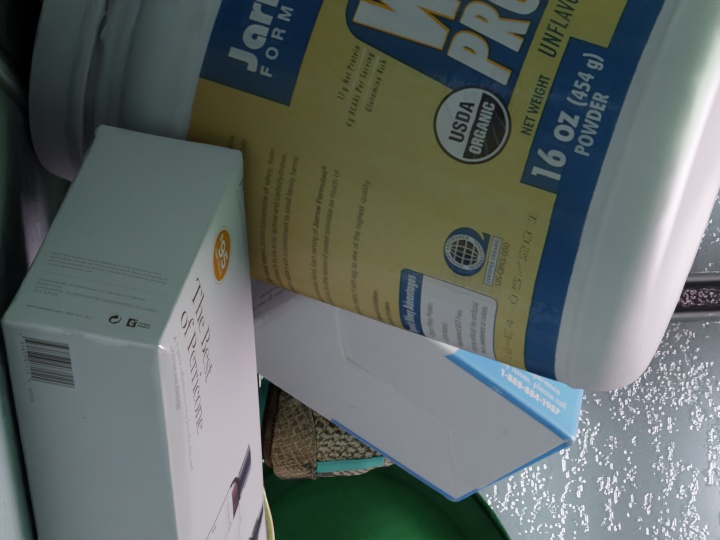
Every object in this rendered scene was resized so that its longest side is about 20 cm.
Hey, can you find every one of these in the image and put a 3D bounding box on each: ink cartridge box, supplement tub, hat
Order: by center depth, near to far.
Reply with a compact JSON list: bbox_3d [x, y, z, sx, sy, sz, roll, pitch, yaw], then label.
[{"bbox_3d":[0.013,-0.057,0.801,0.145,0.200,0.145,18,90,-79],"label":"supplement tub"},{"bbox_3d":[0.030,-0.031,0.953,0.068,0.116,0.200,-32,-148,40],"label":"ink cartridge box"},{"bbox_3d":[-0.036,0.152,1.019,0.176,0.200,0.166,10,114,-58],"label":"hat"}]

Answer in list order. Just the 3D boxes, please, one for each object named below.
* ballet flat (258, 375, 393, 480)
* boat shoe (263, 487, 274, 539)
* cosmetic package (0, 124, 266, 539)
[{"bbox_3d":[0.000,0.000,1.007,0.068,0.075,0.200,93,0,-49],"label":"ballet flat"},{"bbox_3d":[-0.064,0.097,0.923,0.060,0.072,0.200,-98,-179,-67],"label":"boat shoe"},{"bbox_3d":[-0.063,0.058,0.788,0.200,0.051,0.083,89,14,-46],"label":"cosmetic package"}]
